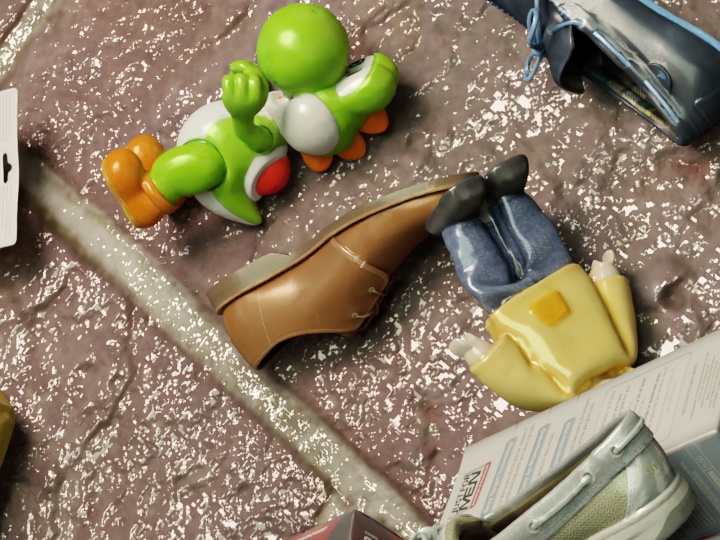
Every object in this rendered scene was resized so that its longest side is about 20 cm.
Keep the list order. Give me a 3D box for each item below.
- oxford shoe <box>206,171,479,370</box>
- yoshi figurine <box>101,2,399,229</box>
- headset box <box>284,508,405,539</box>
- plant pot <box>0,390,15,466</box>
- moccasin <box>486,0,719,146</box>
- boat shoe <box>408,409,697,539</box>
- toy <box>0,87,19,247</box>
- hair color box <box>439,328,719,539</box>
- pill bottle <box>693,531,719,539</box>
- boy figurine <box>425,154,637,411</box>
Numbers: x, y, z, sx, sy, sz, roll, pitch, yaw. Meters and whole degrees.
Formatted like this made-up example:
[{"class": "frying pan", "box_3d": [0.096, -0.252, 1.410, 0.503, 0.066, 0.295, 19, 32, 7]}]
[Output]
[{"class": "oxford shoe", "box_3d": [0.000, 0.000, 1.397, 0.199, 0.071, 0.072, -30, 78, 22]}, {"class": "yoshi figurine", "box_3d": [-0.075, -0.111, 1.444, 0.199, 0.112, 0.113, -25, 57, 15]}, {"class": "headset box", "box_3d": [-0.037, 0.241, 1.262, 0.148, 0.075, 0.201, -30, 38, 37]}, {"class": "plant pot", "box_3d": [-0.351, 0.115, 1.464, 0.199, 0.194, 0.197, 13, 79, 25]}, {"class": "moccasin", "box_3d": [0.140, -0.144, 1.356, 0.200, 0.081, 0.068, 31, 77, 33]}, {"class": "boat shoe", "box_3d": [0.076, 0.137, 1.141, 0.201, 0.074, 0.065, -28, 99, 29]}, {"class": "toy", "box_3d": [-0.313, -0.050, 1.578, 0.199, 0.047, 0.116, -12, 71, 27]}, {"class": "hair color box", "box_3d": [0.138, 0.113, 1.205, 0.199, 0.061, 0.099, -28, 22, 34]}, {"class": "pill bottle", "box_3d": [0.144, 0.209, 1.137, 0.199, 0.113, 0.114, -21, 65, 16]}, {"class": "boy figurine", "box_3d": [0.113, 0.035, 1.302, 0.124, 0.065, 0.201, -22, 70, -23]}]
